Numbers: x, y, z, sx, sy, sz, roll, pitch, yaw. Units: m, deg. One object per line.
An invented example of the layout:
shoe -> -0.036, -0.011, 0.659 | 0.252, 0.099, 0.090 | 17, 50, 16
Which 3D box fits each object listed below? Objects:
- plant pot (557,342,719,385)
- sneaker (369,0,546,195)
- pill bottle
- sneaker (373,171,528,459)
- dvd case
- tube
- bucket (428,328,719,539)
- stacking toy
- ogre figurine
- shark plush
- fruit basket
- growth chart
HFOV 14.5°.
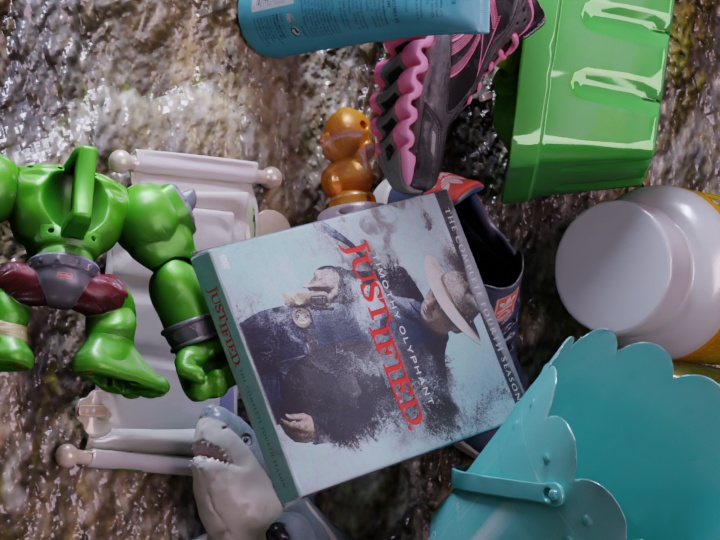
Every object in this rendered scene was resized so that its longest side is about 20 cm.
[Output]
plant pot -> 0.207, 0.156, 1.812 | 0.200, 0.200, 0.185 | 10, 92, -41
sneaker -> 0.063, -0.139, 1.664 | 0.095, 0.079, 0.201 | 11, 88, -17
pill bottle -> 0.209, 0.003, 1.826 | 0.200, 0.112, 0.113 | 7, 83, -56
sneaker -> 0.073, 0.031, 1.749 | 0.075, 0.084, 0.201 | -38, 112, -37
dvd case -> 0.004, 0.039, 1.588 | 0.200, 0.022, 0.146 | -14, 81, -47
tube -> 0.007, -0.161, 1.621 | 0.050, 0.200, 0.078 | -1, 86, -38
bucket -> 0.146, 0.148, 1.583 | 0.207, 0.135, 0.207 | 31, 29, -20
stacking toy -> 0.000, 0.000, 1.686 | 0.116, 0.110, 0.201 | 2, 75, -42
ogre figurine -> -0.159, 0.000, 1.527 | 0.199, 0.098, 0.120 | 6, 75, 2
shark plush -> -0.026, 0.146, 1.661 | 0.200, 0.091, 0.084 | 23, 57, -37
fruit basket -> 0.093, -0.153, 1.768 | 0.215, 0.156, 0.217 | 0, 79, 0
growth chart -> -0.102, 0.025, 1.636 | 0.144, 0.018, 0.201 | 16, 77, -41
